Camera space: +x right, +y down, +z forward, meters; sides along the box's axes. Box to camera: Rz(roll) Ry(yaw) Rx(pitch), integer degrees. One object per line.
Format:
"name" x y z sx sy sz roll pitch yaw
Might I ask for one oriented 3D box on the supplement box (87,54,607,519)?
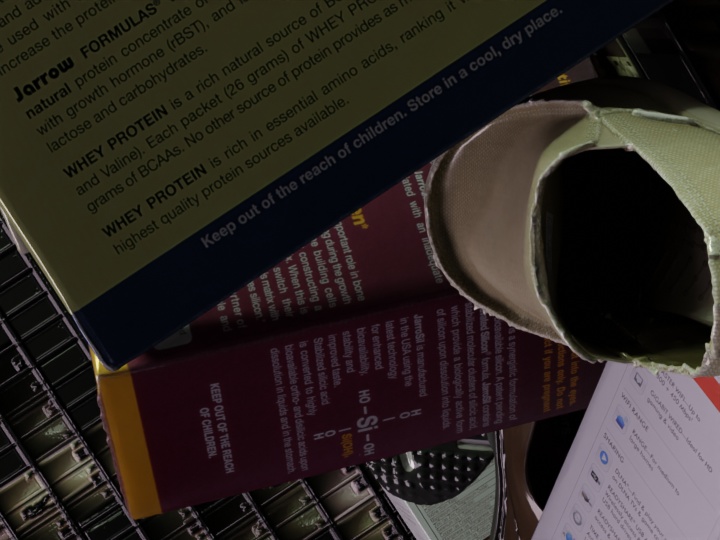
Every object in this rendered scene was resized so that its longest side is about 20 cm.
"supplement box" 0.000 0.000 0.790 0.086 0.199 0.111 84 170 -50

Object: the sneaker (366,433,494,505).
"sneaker" 0.046 -0.002 0.927 0.073 0.201 0.080 11 179 10

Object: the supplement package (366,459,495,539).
"supplement package" 0.059 0.045 1.079 0.201 0.147 0.191 57 176 -1

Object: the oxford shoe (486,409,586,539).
"oxford shoe" 0.086 0.114 0.854 0.084 0.072 0.201 -135 32 -78

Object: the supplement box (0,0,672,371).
"supplement box" -0.046 -0.114 0.651 0.200 0.199 0.134 57 177 -7

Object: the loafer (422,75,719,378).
"loafer" 0.069 -0.013 0.607 0.200 0.068 0.076 11 103 59

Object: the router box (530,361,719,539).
"router box" 0.134 0.111 0.653 0.200 0.049 0.180 56 143 35

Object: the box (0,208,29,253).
"box" -0.149 -0.121 0.949 0.095 0.077 0.201 -111 1 -60
